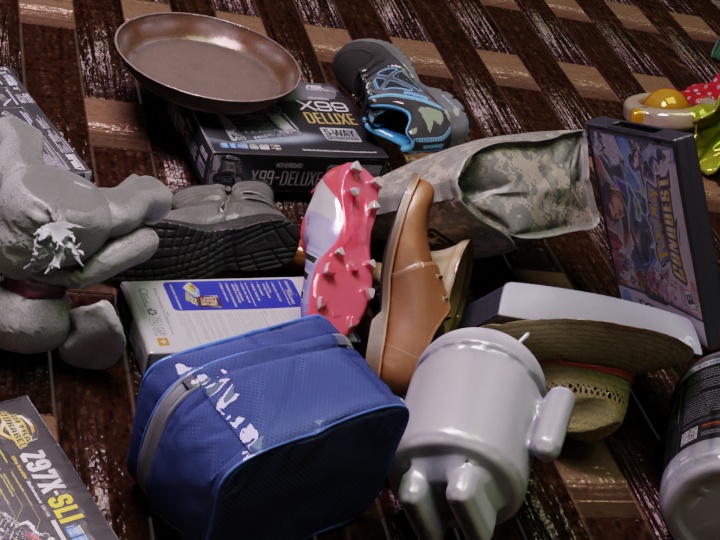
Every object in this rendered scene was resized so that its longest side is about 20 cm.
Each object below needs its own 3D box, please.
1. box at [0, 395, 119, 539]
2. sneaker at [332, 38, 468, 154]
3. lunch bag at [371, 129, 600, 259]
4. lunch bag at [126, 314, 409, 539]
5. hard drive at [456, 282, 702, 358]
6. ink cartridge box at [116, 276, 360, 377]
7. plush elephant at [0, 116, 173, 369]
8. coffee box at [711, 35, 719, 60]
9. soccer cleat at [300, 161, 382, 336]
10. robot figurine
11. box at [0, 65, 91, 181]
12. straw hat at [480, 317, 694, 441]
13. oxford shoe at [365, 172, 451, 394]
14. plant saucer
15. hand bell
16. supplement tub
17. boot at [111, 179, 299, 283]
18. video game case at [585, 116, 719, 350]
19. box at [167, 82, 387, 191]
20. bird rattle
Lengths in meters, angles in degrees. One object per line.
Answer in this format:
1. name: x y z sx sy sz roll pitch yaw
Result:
1. box: -0.261 0.180 0.873 0.159 0.049 0.200 -10 44 -40
2. sneaker: 0.026 -0.190 1.391 0.082 0.073 0.200 -20 43 -35
3. lunch bag: 0.112 -0.072 1.292 0.199 0.118 0.164 -11 3 -38
4. lunch bag: -0.069 0.118 0.973 0.199 0.136 0.132 -14 46 -39
5. hard drive: 0.201 0.055 1.204 0.199 0.135 0.043 11 75 -12
6. ink cartridge box: -0.108 0.047 1.143 0.199 0.037 0.095 -3 41 -26
7. plush elephant: -0.258 -0.002 1.052 0.164 0.155 0.200 21 25 -14
8. coffee box: 0.663 -0.330 2.033 0.199 0.044 0.123 29 35 14
9. soccer cleat: -0.027 -0.012 1.182 0.067 0.076 0.201 32 50 -30
10. robot figurine: 0.087 0.126 1.044 0.169 0.113 0.200 -3 40 24
11. box: -0.372 -0.121 1.234 0.157 0.050 0.200 -13 45 -37
12. straw hat: 0.193 0.107 1.151 0.200 0.201 0.085 11 74 -11
13. oxford shoe: 0.050 0.013 1.152 0.071 0.201 0.071 8 -7 3
14. plant saucer: -0.163 -0.217 1.373 0.199 0.032 0.201 12 34 -8
15. hand bell: 0.000 0.000 1.240 0.199 0.105 0.104 13 32 14
16. supplement tub: 0.330 0.153 1.133 0.122 0.123 0.200 22 35 4
17. boot: -0.164 -0.041 1.228 0.199 0.068 0.131 -4 25 -21
18. video game case: 0.280 -0.040 1.229 0.025 0.201 0.181 -18 16 -11
19. box: -0.091 -0.146 1.392 0.199 0.050 0.158 0 38 -26
20. bird rattle: 0.435 -0.220 1.729 0.162 0.113 0.200 5 30 8
